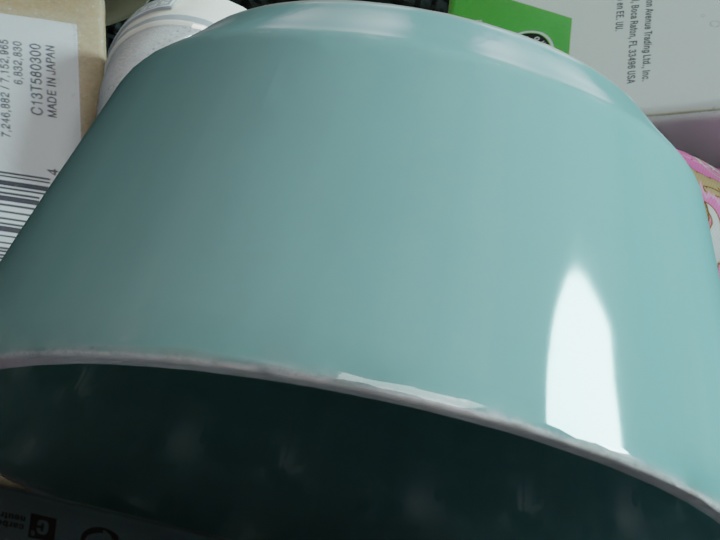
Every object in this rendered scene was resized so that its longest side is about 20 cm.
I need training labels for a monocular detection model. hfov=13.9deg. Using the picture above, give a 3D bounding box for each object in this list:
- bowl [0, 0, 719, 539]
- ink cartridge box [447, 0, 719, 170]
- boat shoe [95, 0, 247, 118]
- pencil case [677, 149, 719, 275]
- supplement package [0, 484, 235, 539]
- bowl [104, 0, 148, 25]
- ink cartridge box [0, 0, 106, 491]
[{"bbox_3d":[0.004,0.006,0.701,0.200,0.201,0.105,14,73,-11],"label":"bowl"},{"bbox_3d":[0.133,-0.073,0.977,0.199,0.083,0.147,-4,45,14],"label":"ink cartridge box"},{"bbox_3d":[0.000,0.000,0.889,0.200,0.072,0.069,46,37,-22],"label":"boat shoe"},{"bbox_3d":[0.074,-0.003,0.860,0.200,0.087,0.083,23,26,-35],"label":"pencil case"},{"bbox_3d":[-0.066,0.173,0.711,0.117,0.117,0.201,15,47,-13],"label":"supplement package"},{"bbox_3d":[-0.102,-0.141,0.941,0.199,0.200,0.108,7,69,-17],"label":"bowl"},{"bbox_3d":[-0.157,-0.004,0.859,0.164,0.075,0.201,7,49,-18],"label":"ink cartridge box"}]
